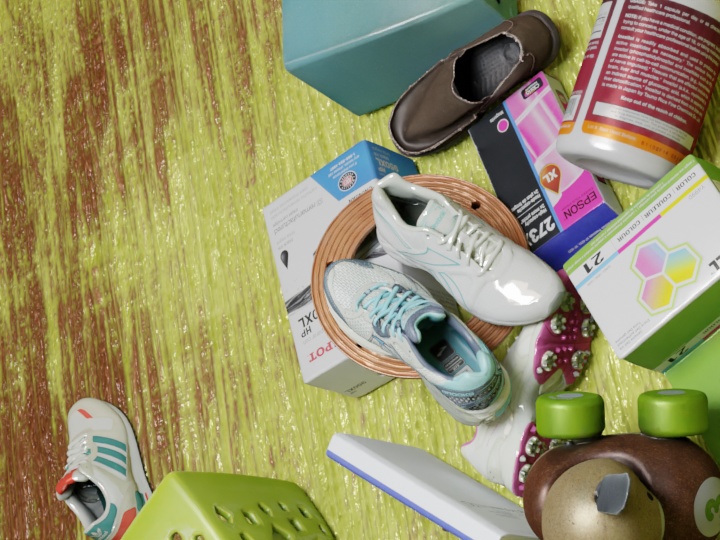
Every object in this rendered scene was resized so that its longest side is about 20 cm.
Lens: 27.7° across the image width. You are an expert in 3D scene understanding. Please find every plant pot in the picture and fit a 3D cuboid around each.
[{"bbox_3d":[0.045,-0.259,1.418,0.199,0.141,0.142,-12,69,29],"label":"plant pot"},{"bbox_3d":[-0.114,0.320,1.347,0.181,0.200,0.199,41,105,33],"label":"plant pot"}]

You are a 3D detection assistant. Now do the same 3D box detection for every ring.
[{"bbox_3d":[0.054,0.005,1.310,0.199,0.019,0.201,-5,64,10],"label":"ring"}]

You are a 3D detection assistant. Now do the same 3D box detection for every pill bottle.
[{"bbox_3d":[0.246,-0.176,1.227,0.113,0.113,0.201,17,88,43],"label":"pill bottle"}]

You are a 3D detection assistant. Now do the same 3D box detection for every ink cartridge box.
[{"bbox_3d":[0.276,0.033,1.165,0.148,0.076,0.200,-44,52,23],"label":"ink cartridge box"},{"bbox_3d":[0.172,-0.074,1.318,0.095,0.037,0.201,-38,58,27],"label":"ink cartridge box"},{"bbox_3d":[0.000,0.000,1.410,0.144,0.084,0.201,-32,59,30],"label":"ink cartridge box"}]

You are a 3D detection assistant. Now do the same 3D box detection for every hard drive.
[{"bbox_3d":[0.081,0.197,1.249,0.200,0.132,0.025,26,95,42],"label":"hard drive"}]

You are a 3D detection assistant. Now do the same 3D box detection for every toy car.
[{"bbox_3d":[0.196,0.183,1.069,0.157,0.200,0.165,-3,93,8],"label":"toy car"}]

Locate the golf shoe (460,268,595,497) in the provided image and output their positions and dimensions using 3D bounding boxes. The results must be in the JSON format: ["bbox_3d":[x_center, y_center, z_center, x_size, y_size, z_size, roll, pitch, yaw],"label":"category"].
[{"bbox_3d":[0.141,0.091,1.270,0.091,0.075,0.201,14,86,46],"label":"golf shoe"}]

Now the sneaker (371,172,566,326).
[{"bbox_3d":[0.084,-0.018,1.249,0.200,0.080,0.071,29,71,29],"label":"sneaker"}]

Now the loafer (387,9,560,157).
[{"bbox_3d":[0.092,-0.175,1.363,0.200,0.071,0.073,-39,80,32],"label":"loafer"}]

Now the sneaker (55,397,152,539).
[{"bbox_3d":[-0.292,0.214,1.596,0.070,0.093,0.200,-44,53,22],"label":"sneaker"}]

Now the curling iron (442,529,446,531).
[{"bbox_3d":[0.083,0.236,1.307,0.200,0.026,0.050,40,101,41],"label":"curling iron"}]

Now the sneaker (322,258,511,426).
[{"bbox_3d":[0.047,0.043,1.235,0.200,0.086,0.078,36,76,23],"label":"sneaker"}]
